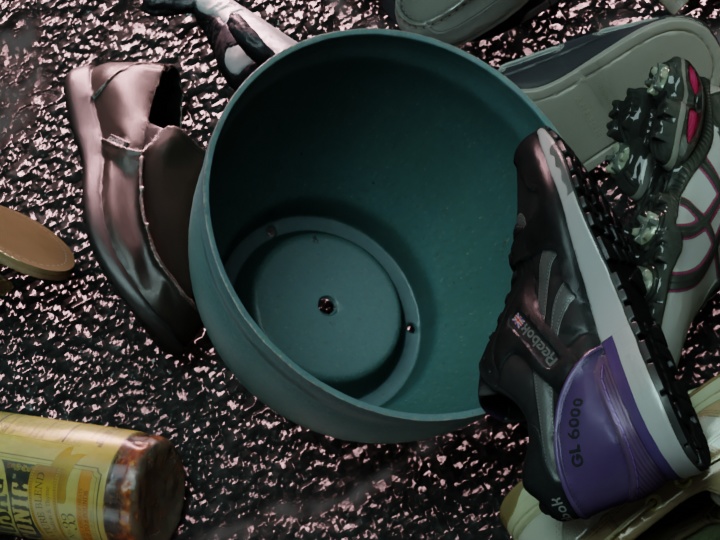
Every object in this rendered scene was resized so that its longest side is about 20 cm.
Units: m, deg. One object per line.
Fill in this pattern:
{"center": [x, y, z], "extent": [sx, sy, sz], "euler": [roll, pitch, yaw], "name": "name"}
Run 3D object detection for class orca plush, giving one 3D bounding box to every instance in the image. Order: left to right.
{"center": [-0.060, -0.098, 1.319], "extent": [0.200, 0.105, 0.071], "euler": [36, 98, 34], "name": "orca plush"}

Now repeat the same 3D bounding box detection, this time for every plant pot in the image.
{"center": [0.000, 0.000, 1.181], "extent": [0.199, 0.134, 0.201], "euler": [8, 66, -18], "name": "plant pot"}

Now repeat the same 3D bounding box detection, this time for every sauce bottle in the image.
{"center": [-0.191, 0.106, 1.249], "extent": [0.199, 0.066, 0.066], "euler": [4, 61, 23], "name": "sauce bottle"}

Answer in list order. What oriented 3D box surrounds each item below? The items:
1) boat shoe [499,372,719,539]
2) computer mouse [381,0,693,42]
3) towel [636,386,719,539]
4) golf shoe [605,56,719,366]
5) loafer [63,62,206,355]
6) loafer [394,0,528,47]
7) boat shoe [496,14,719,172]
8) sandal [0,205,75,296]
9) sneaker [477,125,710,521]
{"center": [0.165, 0.092, 1.093], "extent": [0.199, 0.074, 0.067], "euler": [-29, 65, 5], "name": "boat shoe"}
{"center": [0.119, -0.165, 1.323], "extent": [0.200, 0.046, 0.140], "euler": [-38, 56, -15], "name": "computer mouse"}
{"center": [0.194, 0.115, 1.128], "extent": [0.199, 0.037, 0.149], "euler": [-22, 56, 4], "name": "towel"}
{"center": [0.162, -0.009, 1.179], "extent": [0.088, 0.077, 0.201], "euler": [25, 61, -19], "name": "golf shoe"}
{"center": [-0.112, -0.046, 1.305], "extent": [0.071, 0.073, 0.201], "euler": [-23, 55, 7], "name": "loafer"}
{"center": [0.086, -0.202, 1.263], "extent": [0.200, 0.070, 0.070], "euler": [-50, 52, -2], "name": "loafer"}
{"center": [0.099, -0.081, 1.280], "extent": [0.199, 0.073, 0.063], "euler": [-23, 12, 11], "name": "boat shoe"}
{"center": [-0.238, -0.014, 1.349], "extent": [0.211, 0.077, 0.070], "euler": [34, 106, 39], "name": "sandal"}
{"center": [0.084, 0.021, 1.085], "extent": [0.087, 0.076, 0.201], "euler": [-27, 48, 14], "name": "sneaker"}
